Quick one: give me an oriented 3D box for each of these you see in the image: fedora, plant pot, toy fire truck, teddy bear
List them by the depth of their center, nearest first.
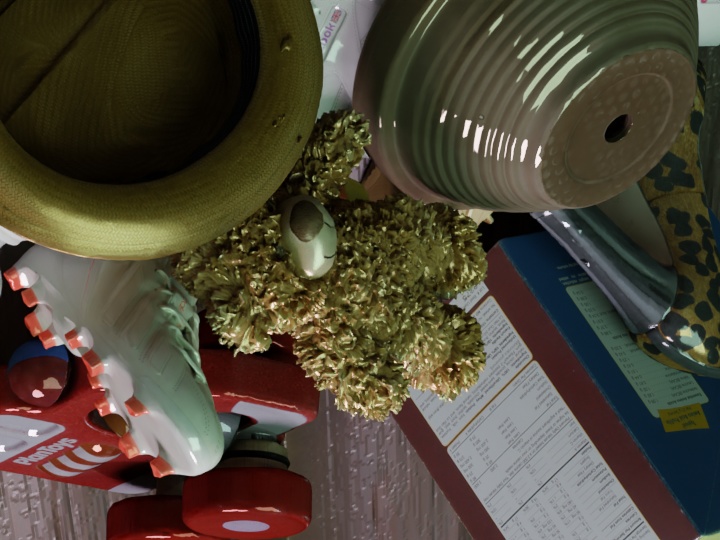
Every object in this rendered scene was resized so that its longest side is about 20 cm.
[{"bbox_3d":[-0.117,-0.090,1.277,0.201,0.201,0.082,-15,171,-27],"label":"fedora"},{"bbox_3d":[0.000,0.000,1.348,0.200,0.067,0.145,37,61,-41],"label":"teddy bear"},{"bbox_3d":[0.103,-0.097,1.415,0.201,0.093,0.201,-27,144,-22],"label":"plant pot"},{"bbox_3d":[-0.121,0.078,1.448,0.168,0.112,0.200,11,159,-31],"label":"toy fire truck"}]

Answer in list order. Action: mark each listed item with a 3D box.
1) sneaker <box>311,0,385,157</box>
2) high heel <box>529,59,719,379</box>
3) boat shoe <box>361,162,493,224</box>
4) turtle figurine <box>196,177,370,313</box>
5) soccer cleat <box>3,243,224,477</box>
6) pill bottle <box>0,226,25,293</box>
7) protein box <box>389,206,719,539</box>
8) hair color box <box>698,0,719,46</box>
[{"bbox_3d":[-0.015,-0.127,1.414,0.100,0.075,0.200,-17,135,-27],"label":"sneaker"},{"bbox_3d":[0.182,-0.031,1.571,0.071,0.143,0.200,-38,-172,43],"label":"high heel"},{"bbox_3d":[0.045,-0.046,1.538,0.069,0.074,0.200,-6,129,-27],"label":"boat shoe"},{"bbox_3d":[-0.057,-0.018,1.447,0.161,0.064,0.200,-21,166,32],"label":"turtle figurine"},{"bbox_3d":[-0.101,0.027,1.313,0.078,0.200,0.069,-28,124,-14],"label":"soccer cleat"},{"bbox_3d":[-0.242,0.008,1.333,0.200,0.113,0.113,-43,141,3],"label":"pill bottle"},{"bbox_3d":[0.155,0.087,1.600,0.199,0.200,0.135,-11,151,-47],"label":"protein box"},{"bbox_3d":[0.118,-0.173,1.487,0.200,0.061,0.100,-4,130,-35],"label":"hair color box"}]
